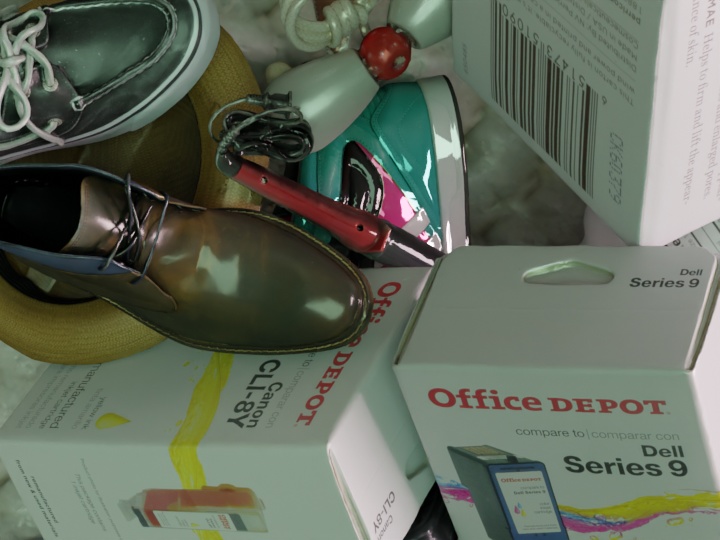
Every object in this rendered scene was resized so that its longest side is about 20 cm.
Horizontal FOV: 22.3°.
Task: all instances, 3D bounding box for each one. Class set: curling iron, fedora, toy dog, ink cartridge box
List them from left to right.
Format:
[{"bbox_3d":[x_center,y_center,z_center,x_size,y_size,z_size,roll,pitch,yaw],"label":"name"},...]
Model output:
[{"bbox_3d":[-0.131,-0.049,0.962,0.200,0.082,0.202,-1,87,14],"label":"fedora"},{"bbox_3d":[-0.061,0.072,0.932,0.199,0.145,0.084,-1,125,29],"label":"ink cartridge box"},{"bbox_3d":[0.007,-0.026,0.922,0.200,0.026,0.050,35,110,-28],"label":"curling iron"},{"bbox_3d":[0.021,-0.156,0.945,0.199,0.096,0.132,-27,142,-18],"label":"toy dog"},{"bbox_3d":[0.116,0.088,0.877,0.145,0.088,0.200,0,130,25],"label":"ink cartridge box"}]

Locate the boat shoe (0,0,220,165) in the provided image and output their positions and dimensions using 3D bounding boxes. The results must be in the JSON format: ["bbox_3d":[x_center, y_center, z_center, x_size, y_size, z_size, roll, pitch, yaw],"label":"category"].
[{"bbox_3d":[-0.167,-0.095,0.894,0.199,0.068,0.074,-15,84,13],"label":"boat shoe"}]

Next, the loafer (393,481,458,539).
[{"bbox_3d":[0.025,0.148,0.975,0.068,0.201,0.071,-24,89,-5],"label":"loafer"}]

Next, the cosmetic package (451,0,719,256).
[{"bbox_3d":[0.168,-0.147,0.863,0.199,0.165,0.165,-26,140,-19],"label":"cosmetic package"}]

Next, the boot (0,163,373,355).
[{"bbox_3d":[-0.097,-0.004,0.856,0.199,0.097,0.075,15,91,17],"label":"boot"}]

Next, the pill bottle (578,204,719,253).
[{"bbox_3d":[0.195,-0.022,0.983,0.200,0.113,0.113,-36,104,8],"label":"pill bottle"}]

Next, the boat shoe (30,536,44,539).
[{"bbox_3d":[-0.121,0.187,1.052,0.199,0.070,0.067,-6,104,-9],"label":"boat shoe"}]

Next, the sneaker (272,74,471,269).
[{"bbox_3d":[0.000,0.000,0.992,0.120,0.084,0.201,-7,98,-6],"label":"sneaker"}]
